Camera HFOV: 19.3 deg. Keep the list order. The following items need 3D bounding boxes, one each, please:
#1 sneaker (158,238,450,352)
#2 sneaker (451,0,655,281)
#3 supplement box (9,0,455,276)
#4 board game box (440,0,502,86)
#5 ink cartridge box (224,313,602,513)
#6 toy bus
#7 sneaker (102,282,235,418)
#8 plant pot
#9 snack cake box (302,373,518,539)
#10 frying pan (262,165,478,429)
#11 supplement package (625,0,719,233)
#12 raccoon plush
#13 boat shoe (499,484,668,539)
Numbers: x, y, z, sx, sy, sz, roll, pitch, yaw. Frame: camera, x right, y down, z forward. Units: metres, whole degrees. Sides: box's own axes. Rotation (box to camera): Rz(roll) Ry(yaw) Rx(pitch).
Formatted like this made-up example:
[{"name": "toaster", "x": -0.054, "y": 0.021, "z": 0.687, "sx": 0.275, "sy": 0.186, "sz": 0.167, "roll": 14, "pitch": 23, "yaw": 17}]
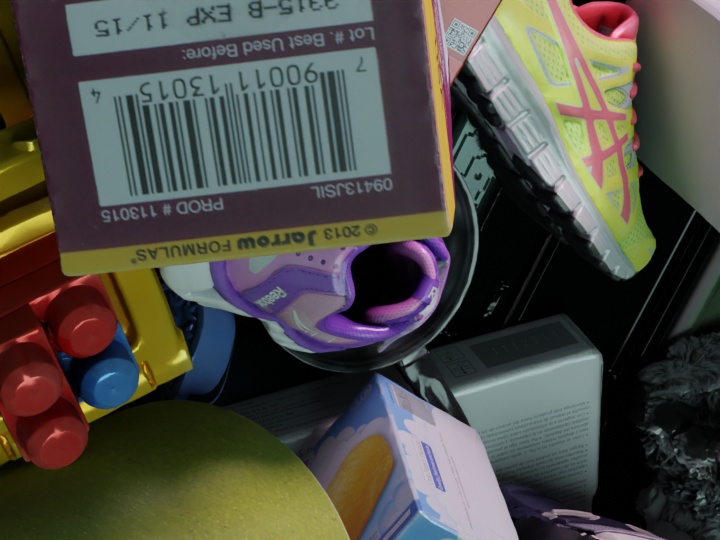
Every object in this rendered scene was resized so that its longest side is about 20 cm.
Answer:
[{"name": "sneaker", "x": 0.000, "y": 0.000, "z": 0.868, "sx": 0.200, "sy": 0.088, "sz": 0.081, "roll": 18, "pitch": 88, "yaw": -65}, {"name": "sneaker", "x": 0.099, "y": -0.076, "z": 0.963, "sx": 0.090, "sy": 0.078, "sz": 0.200, "roll": -41, "pitch": 130, "yaw": -8}, {"name": "supplement box", "x": -0.036, "y": -0.084, "z": 0.740, "sx": 0.131, "sy": 0.200, "sz": 0.103, "roll": -7, "pitch": 111, "yaw": 3}, {"name": "board game box", "x": -0.027, "y": -0.161, "z": 0.829, "sx": 0.200, "sy": 0.019, "sz": 0.103, "roll": 28, "pitch": 105, "yaw": -10}, {"name": "ink cartridge box", "x": 0.024, "y": 0.127, "z": 1.066, "sx": 0.200, "sy": 0.045, "sz": 0.176, "roll": -14, "pitch": 123, "yaw": -18}, {"name": "toy bus", "x": -0.145, "y": -0.020, "z": 0.800, "sx": 0.136, "sy": 0.192, "sz": 0.200, "roll": -26, "pitch": 125, "yaw": -9}, {"name": "sneaker", "x": -0.097, "y": 0.094, "z": 0.977, "sx": 0.078, "sy": 0.070, "sz": 0.200, "roll": 12, "pitch": 116, "yaw": -41}, {"name": "plant pot", "x": -0.128, "y": 0.151, "z": 0.825, "sx": 0.200, "sy": 0.187, "sz": 0.187, "roll": -3, "pitch": 124, "yaw": -57}, {"name": "snack cake box", "x": -0.019, "y": 0.160, "z": 0.960, "sx": 0.067, "sy": 0.115, "sz": 0.200, "roll": 31, "pitch": 109, "yaw": -25}, {"name": "frying pan", "x": 0.025, "y": 0.011, "z": 0.985, "sx": 0.190, "sy": 0.031, "sz": 0.115, "roll": 40, "pitch": 86, "yaw": -28}, {"name": "supplement package", "x": 0.238, "y": -0.107, "z": 0.984, "sx": 0.200, "sy": 0.120, "sz": 0.121, "roll": -20, "pitch": 127, "yaw": -15}, {"name": "raccoon plush", "x": 0.226, "y": 0.096, "z": 1.125, "sx": 0.200, "sy": 0.097, "sz": 0.134, "roll": -26, "pitch": 135, "yaw": -11}, {"name": "boat shoe", "x": 0.135, "y": 0.156, "z": 1.061, "sx": 0.200, "sy": 0.093, "sz": 0.075, "roll": 31, "pitch": 88, "yaw": -46}]
